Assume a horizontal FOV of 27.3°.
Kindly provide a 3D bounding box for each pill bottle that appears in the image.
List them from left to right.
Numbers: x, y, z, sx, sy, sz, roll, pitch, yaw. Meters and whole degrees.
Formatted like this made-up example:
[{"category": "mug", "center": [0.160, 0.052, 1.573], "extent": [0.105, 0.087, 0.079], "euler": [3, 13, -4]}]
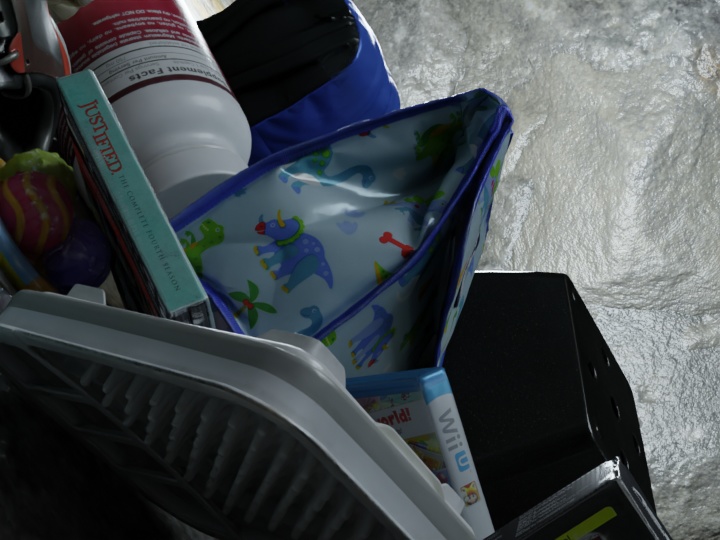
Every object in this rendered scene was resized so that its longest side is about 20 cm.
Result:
[{"category": "pill bottle", "center": [-0.137, -0.099, 0.927], "extent": [0.200, 0.113, 0.113], "euler": [62, 8, 34]}]

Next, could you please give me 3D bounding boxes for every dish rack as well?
[{"category": "dish rack", "center": [-0.048, 0.065, 0.589], "extent": [0.200, 0.044, 0.172], "euler": [10, -31, 43]}]

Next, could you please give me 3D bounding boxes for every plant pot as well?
[{"category": "plant pot", "center": [0.083, 0.116, 0.955], "extent": [0.200, 0.177, 0.200], "euler": [-91, 155, -45]}]

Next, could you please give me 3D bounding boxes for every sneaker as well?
[{"category": "sneaker", "center": [-0.186, -0.131, 0.743], "extent": [0.200, 0.077, 0.082], "euler": [74, 2, -50]}]

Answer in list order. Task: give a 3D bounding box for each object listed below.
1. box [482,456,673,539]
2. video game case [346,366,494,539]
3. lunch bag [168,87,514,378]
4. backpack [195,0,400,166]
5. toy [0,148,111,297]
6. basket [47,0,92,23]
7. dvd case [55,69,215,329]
[{"category": "box", "center": [0.049, 0.185, 0.507], "extent": [0.160, 0.200, 0.044], "euler": [56, 8, 4]}, {"category": "video game case", "center": [0.016, 0.145, 0.653], "extent": [0.143, 0.018, 0.201], "euler": [-12, -84, 53]}, {"category": "lunch bag", "center": [0.000, 0.000, 0.834], "extent": [0.127, 0.200, 0.170], "euler": [47, -18, 17]}, {"category": "backpack", "center": [-0.070, -0.128, 1.170], "extent": [0.168, 0.200, 0.163], "euler": [48, 10, -52]}, {"category": "toy", "center": [-0.162, -0.035, 0.707], "extent": [0.200, 0.047, 0.115], "euler": [52, 9, -30]}, {"category": "basket", "center": [-0.231, -0.234, 0.845], "extent": [0.200, 0.123, 0.136], "euler": [57, 7, 11]}, {"category": "dvd case", "center": [-0.098, 0.017, 0.727], "extent": [0.200, 0.022, 0.146], "euler": [88, -24, -55]}]
